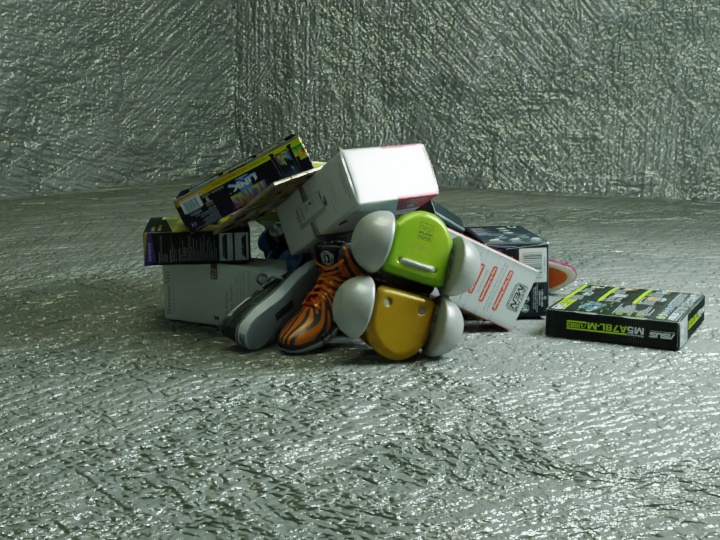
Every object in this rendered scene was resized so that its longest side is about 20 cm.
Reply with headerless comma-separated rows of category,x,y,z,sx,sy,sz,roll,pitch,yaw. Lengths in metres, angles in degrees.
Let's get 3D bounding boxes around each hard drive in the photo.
hard drive,0.080,-0.064,1.647,0.139,0.033,0.200,-22,-12,16

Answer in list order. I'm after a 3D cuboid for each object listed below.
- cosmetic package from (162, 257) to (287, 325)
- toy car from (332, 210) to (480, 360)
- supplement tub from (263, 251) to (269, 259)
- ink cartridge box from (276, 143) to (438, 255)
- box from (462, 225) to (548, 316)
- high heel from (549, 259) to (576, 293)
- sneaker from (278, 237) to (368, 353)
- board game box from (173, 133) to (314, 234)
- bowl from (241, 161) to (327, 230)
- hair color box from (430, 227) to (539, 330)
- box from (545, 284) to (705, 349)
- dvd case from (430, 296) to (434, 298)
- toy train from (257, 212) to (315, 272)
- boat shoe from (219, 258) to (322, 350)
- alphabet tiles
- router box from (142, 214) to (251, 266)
cosmetic package,-0.208,0.030,1.557,0.199,0.102,0.074,4,10,31
toy car,0.053,0.017,1.375,0.174,0.201,0.150,16,-1,-16
supplement tub,-0.061,-0.048,1.766,0.200,0.107,0.107,-34,21,-15
ink cartridge box,-0.008,-0.100,1.451,0.146,0.083,0.200,-11,-14,-35
box,0.234,-0.002,1.662,0.106,0.123,0.200,-2,11,-4
high heel,0.295,-0.004,1.813,0.199,0.068,0.096,1,20,27
sneaker,-0.054,0.022,1.417,0.077,0.112,0.200,12,41,37
board game box,-0.170,-0.130,1.490,0.199,0.057,0.165,-28,10,-1
bowl,-0.118,-0.111,1.672,0.199,0.108,0.200,0,-5,0
hair color box,0.150,0.002,1.502,0.199,0.102,0.061,25,3,-14
box,0.396,0.065,1.512,0.192,0.048,0.200,2,11,28
dvd case,0.090,0.022,1.640,0.145,0.022,0.200,-15,24,-14
toy train,-0.088,-0.022,1.619,0.114,0.200,0.087,-37,54,-14
boat shoe,-0.118,0.039,1.451,0.068,0.074,0.199,21,50,33
alphabet tiles,-0.099,-0.114,1.469,0.200,0.008,0.167,-26,-5,-44
router box,-0.251,-0.049,1.574,0.157,0.052,0.200,-3,10,-9
